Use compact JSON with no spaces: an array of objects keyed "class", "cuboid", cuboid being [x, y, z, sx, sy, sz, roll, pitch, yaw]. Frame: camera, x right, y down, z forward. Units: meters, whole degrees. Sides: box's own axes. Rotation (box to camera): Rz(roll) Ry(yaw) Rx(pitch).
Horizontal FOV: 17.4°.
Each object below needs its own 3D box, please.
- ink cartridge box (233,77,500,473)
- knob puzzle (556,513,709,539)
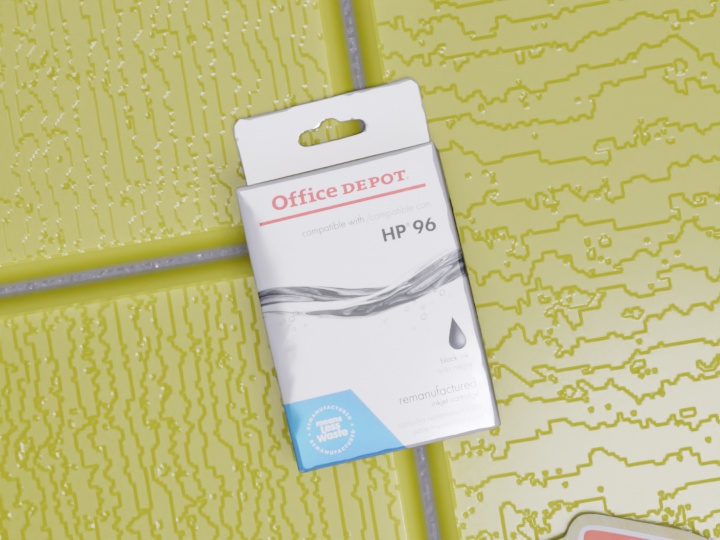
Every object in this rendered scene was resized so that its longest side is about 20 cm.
[{"class":"ink cartridge box","cuboid":[0.000,0.000,1.299,0.115,0.068,0.201,-14,88,3]},{"class":"knob puzzle","cuboid":[0.155,0.226,1.286,0.218,0.030,0.221,-1,76,5]}]
